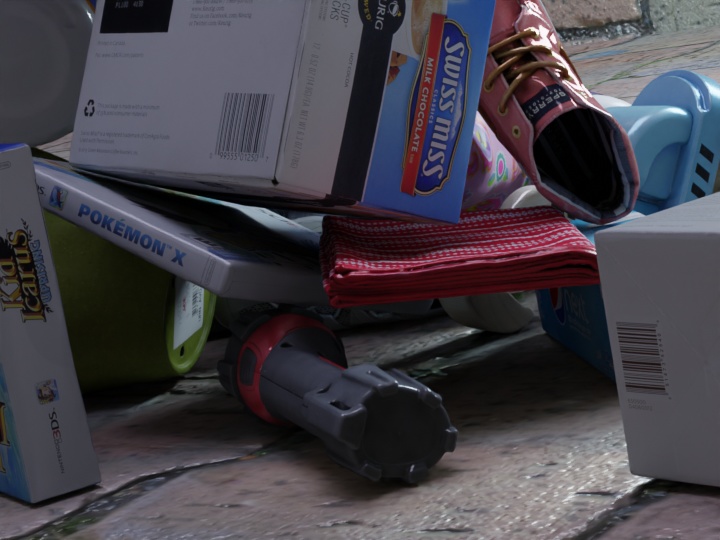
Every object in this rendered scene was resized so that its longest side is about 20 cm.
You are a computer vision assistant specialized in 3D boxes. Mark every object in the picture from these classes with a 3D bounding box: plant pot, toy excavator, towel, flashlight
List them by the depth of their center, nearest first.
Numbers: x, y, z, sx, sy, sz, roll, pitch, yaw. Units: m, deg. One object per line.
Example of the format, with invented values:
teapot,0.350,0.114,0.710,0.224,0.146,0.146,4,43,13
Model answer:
flashlight,-0.012,0.063,1.068,0.068,0.068,0.200,-40,21,-13
towel,0.050,-0.013,1.127,0.144,0.023,0.200,-4,10,-2
toy excavator,0.152,-0.042,1.323,0.200,0.195,0.100,16,-4,-28
plant pot,-0.199,0.004,1.330,0.200,0.187,0.187,8,14,15

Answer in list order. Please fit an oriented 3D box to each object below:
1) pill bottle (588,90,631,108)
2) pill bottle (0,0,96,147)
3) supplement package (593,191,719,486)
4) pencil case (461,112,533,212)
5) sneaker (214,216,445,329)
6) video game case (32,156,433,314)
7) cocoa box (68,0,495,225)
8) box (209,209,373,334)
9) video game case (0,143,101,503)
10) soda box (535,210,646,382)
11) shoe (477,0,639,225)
pill bottle,0.158,-0.072,1.505,0.111,0.112,0.200,-12,9,-5
pill bottle,-0.203,-0.143,1.361,0.112,0.112,0.200,-10,9,4
supplement package,0.216,0.014,0.923,0.200,0.114,0.109,-17,12,-37
pencil case,0.052,-0.073,1.306,0.087,0.088,0.200,-7,-2,21
sneaker,0.000,0.000,1.364,0.200,0.075,0.082,-11,8,-4
video game case,-0.081,-0.020,1.207,0.182,0.022,0.200,25,11,33
cocoa box,-0.045,-0.103,1.161,0.131,0.134,0.200,12,-3,-40
box,-0.041,-0.073,1.467,0.182,0.200,0.104,-11,8,3
video game case,-0.218,0.024,1.153,0.045,0.182,0.200,-18,11,-29
soda box,0.148,0.012,1.163,0.068,0.064,0.200,-12,10,-7
shoe,0.092,-0.115,1.194,0.071,0.200,0.091,-35,26,-1
